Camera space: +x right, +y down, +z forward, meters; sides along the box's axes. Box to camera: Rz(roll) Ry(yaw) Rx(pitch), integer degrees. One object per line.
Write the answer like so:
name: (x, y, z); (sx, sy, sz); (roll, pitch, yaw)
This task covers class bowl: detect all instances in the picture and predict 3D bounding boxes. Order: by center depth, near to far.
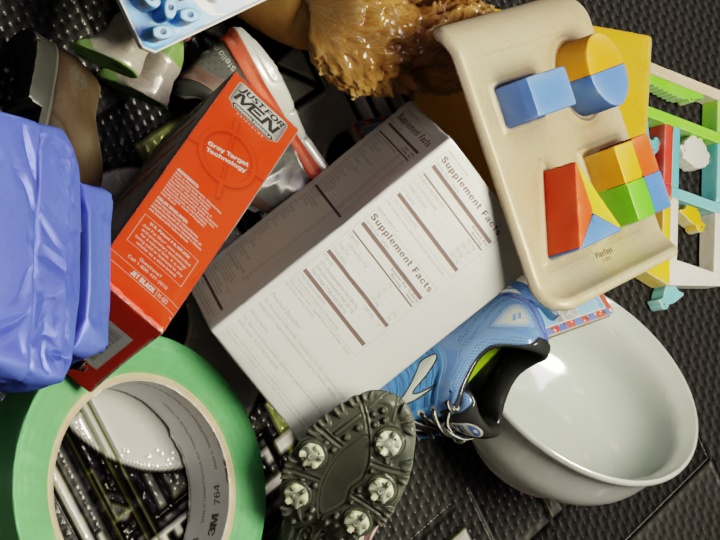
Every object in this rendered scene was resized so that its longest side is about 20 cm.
bowl: (0.142, 0.102, 1.719); (0.200, 0.091, 0.202); (20, 40, -18)

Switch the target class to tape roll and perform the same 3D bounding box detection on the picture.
tape roll: (-0.152, 0.143, 1.502); (0.199, 0.048, 0.202); (10, 75, -40)

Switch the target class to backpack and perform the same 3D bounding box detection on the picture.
backpack: (-0.250, 0.007, 1.342); (0.167, 0.199, 0.164); (23, 65, -47)

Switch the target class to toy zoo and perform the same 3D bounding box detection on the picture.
toy zoo: (0.249, -0.066, 1.917); (0.131, 0.020, 0.202); (16, 71, -39)

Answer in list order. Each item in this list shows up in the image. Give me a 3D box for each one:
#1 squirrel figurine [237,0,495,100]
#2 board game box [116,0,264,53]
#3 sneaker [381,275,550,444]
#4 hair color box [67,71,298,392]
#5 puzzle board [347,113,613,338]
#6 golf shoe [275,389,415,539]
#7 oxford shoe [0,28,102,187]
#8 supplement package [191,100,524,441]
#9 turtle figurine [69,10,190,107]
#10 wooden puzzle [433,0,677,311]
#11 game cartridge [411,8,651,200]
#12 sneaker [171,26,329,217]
squirrel figurine: (0.014, -0.184, 1.641); (0.186, 0.141, 0.201); (23, 30, -56)
board game box: (-0.092, -0.267, 1.473); (0.199, 0.026, 0.201); (-28, 97, -23)
sneaker: (0.047, 0.087, 1.604); (0.078, 0.200, 0.089); (31, 23, -51)
hair color box: (-0.125, -0.026, 1.478); (0.061, 0.101, 0.201); (41, 49, -12)
puzzle board: (0.092, -0.038, 1.718); (0.150, 0.017, 0.201); (-16, 71, -46)
golf shoe: (-0.018, 0.153, 1.548); (0.077, 0.201, 0.088); (27, 26, 3)
oxford shoe: (-0.199, -0.048, 1.481); (0.084, 0.072, 0.202); (26, 65, -37)
supplement package: (0.000, 0.000, 1.557); (0.200, 0.114, 0.110); (-38, 112, 1)
turtle figurine: (-0.141, -0.223, 1.542); (0.199, 0.144, 0.195); (28, 81, -17)
wooden puzzle: (0.143, -0.087, 1.562); (0.185, 0.046, 0.201); (-22, 89, -55)
game cartridge: (0.122, -0.107, 1.709); (0.175, 0.033, 0.201); (10, 52, 0)
sneaker: (-0.070, -0.068, 1.617); (0.082, 0.077, 0.201); (-31, 112, -9)
